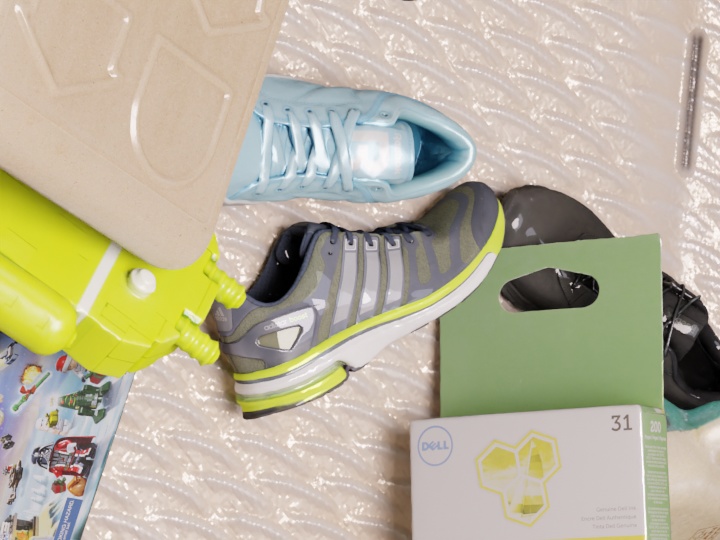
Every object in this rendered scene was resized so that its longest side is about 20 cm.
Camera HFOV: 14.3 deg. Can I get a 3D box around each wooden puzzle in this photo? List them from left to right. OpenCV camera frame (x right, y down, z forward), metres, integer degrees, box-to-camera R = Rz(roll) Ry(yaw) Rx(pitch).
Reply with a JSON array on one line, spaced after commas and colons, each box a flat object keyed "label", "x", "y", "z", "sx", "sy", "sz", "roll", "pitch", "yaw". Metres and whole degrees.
[{"label": "wooden puzzle", "x": -0.112, "y": -0.124, "z": 1.373, "sx": 0.185, "sy": 0.046, "sz": 0.201, "roll": 35, "pitch": 72, "yaw": -48}]

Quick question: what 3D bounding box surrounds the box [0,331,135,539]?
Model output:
[{"label": "box", "x": -0.191, "y": 0.074, "z": 1.468, "sx": 0.136, "sy": 0.040, "sz": 0.201, "roll": 13, "pitch": 99, "yaw": -34}]

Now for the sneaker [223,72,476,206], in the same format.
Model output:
[{"label": "sneaker", "x": -0.015, "y": -0.071, "z": 1.554, "sx": 0.199, "sy": 0.082, "sz": 0.075, "roll": -8, "pitch": 97, "yaw": -47}]

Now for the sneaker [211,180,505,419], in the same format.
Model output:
[{"label": "sneaker", "x": 0.000, "y": 0.000, "z": 1.601, "sx": 0.200, "sy": 0.074, "sz": 0.081, "roll": -36, "pitch": 110, "yaw": -28}]

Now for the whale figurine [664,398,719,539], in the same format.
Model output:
[{"label": "whale figurine", "x": 0.171, "y": 0.118, "z": 1.705, "sx": 0.199, "sy": 0.159, "sz": 0.104, "roll": -4, "pitch": 54, "yaw": -40}]

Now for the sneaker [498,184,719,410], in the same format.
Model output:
[{"label": "sneaker", "x": 0.157, "y": 0.016, "z": 1.696, "sx": 0.200, "sy": 0.091, "sz": 0.076, "roll": 38, "pitch": 75, "yaw": -29}]

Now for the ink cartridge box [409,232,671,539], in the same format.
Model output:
[{"label": "ink cartridge box", "x": 0.099, "y": 0.082, "z": 1.608, "sx": 0.048, "sy": 0.145, "sz": 0.202, "roll": 11, "pitch": 76, "yaw": -62}]

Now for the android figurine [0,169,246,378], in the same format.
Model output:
[{"label": "android figurine", "x": -0.145, "y": -0.027, "z": 1.426, "sx": 0.200, "sy": 0.041, "sz": 0.182, "roll": 37, "pitch": 39, "yaw": -9}]
